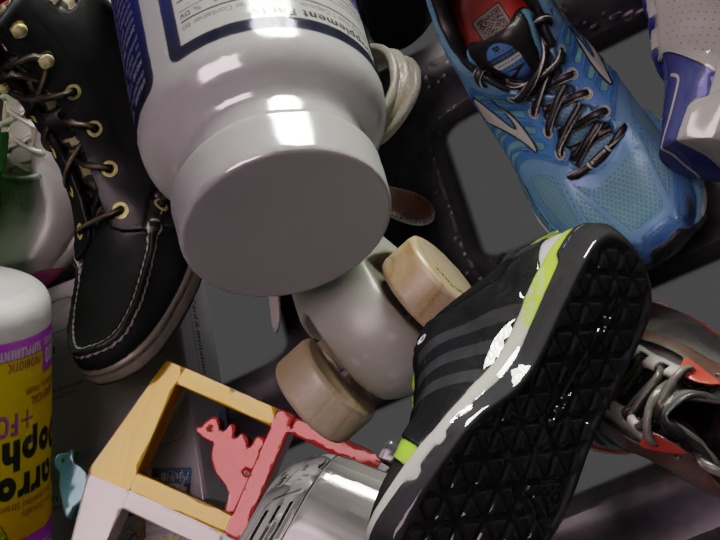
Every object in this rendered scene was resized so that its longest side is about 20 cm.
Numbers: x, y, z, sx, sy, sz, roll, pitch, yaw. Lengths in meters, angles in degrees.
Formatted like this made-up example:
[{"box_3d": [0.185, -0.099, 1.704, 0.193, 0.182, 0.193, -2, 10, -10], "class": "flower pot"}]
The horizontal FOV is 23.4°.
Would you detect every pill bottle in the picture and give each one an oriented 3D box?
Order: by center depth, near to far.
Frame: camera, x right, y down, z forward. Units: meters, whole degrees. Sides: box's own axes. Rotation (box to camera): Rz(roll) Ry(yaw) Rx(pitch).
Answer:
[{"box_3d": [-0.052, -0.093, 0.807, 0.115, 0.116, 0.200, -29, 49, 17], "class": "pill bottle"}, {"box_3d": [-0.199, 0.103, 0.834, 0.104, 0.104, 0.201, 11, 107, 29], "class": "pill bottle"}]

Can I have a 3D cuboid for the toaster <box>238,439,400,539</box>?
[{"box_3d": [-0.005, 0.176, 0.750, 0.129, 0.114, 0.200, 26, 80, 13], "class": "toaster"}]

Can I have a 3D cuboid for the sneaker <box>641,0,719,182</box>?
[{"box_3d": [0.153, -0.137, 0.816, 0.115, 0.081, 0.200, 5, 71, 32], "class": "sneaker"}]

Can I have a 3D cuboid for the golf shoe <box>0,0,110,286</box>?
[{"box_3d": [-0.173, -0.090, 0.948, 0.075, 0.091, 0.201, 4, 73, 38], "class": "golf shoe"}]

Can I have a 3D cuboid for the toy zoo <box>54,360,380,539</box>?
[{"box_3d": [-0.057, 0.129, 0.832, 0.199, 0.020, 0.132, 23, 83, 10], "class": "toy zoo"}]

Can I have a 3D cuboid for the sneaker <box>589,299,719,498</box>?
[{"box_3d": [0.137, 0.053, 0.760, 0.200, 0.082, 0.077, 23, 87, 30], "class": "sneaker"}]

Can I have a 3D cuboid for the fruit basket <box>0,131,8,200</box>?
[{"box_3d": [-0.271, -0.063, 0.933, 0.215, 0.155, 0.216, 29, 125, 52], "class": "fruit basket"}]

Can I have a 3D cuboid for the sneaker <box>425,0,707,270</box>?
[{"box_3d": [0.083, -0.080, 0.821, 0.078, 0.090, 0.200, -42, 62, 11], "class": "sneaker"}]

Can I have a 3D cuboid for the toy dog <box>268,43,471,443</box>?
[{"box_3d": [0.000, 0.000, 0.858, 0.132, 0.096, 0.201, -24, 52, 23], "class": "toy dog"}]

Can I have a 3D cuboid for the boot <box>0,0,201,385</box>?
[{"box_3d": [-0.142, -0.060, 0.858, 0.073, 0.154, 0.204, -18, 45, 30], "class": "boot"}]

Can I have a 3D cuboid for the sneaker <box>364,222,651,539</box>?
[{"box_3d": [0.052, 0.059, 0.732, 0.083, 0.072, 0.200, -4, 38, 46], "class": "sneaker"}]

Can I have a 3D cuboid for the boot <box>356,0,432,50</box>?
[{"box_3d": [0.000, -0.221, 0.880, 0.097, 0.075, 0.201, 34, 125, 39], "class": "boot"}]

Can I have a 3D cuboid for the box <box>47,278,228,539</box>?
[{"box_3d": [-0.143, 0.105, 0.914, 0.155, 0.041, 0.201, -20, 69, 20], "class": "box"}]
